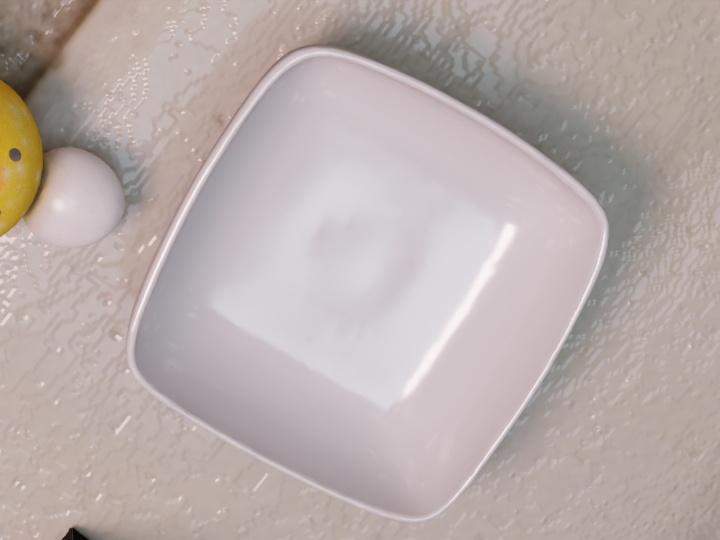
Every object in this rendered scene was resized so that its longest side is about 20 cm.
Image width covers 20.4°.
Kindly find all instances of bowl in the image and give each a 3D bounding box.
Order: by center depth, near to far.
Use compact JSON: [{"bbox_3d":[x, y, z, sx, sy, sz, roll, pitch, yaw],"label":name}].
[{"bbox_3d":[0.000,0.000,0.991,0.199,0.075,0.201,29,101,-15],"label":"bowl"}]

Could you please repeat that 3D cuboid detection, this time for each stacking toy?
[{"bbox_3d":[-0.199,-0.058,0.936,0.199,0.146,0.147,15,104,-30],"label":"stacking toy"}]

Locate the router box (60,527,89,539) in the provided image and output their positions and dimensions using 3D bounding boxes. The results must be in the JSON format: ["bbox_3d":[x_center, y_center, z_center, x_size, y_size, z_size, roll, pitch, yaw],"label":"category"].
[{"bbox_3d":[-0.186,0.243,0.995,0.051,0.149,0.200,37,98,-17],"label":"router box"}]
